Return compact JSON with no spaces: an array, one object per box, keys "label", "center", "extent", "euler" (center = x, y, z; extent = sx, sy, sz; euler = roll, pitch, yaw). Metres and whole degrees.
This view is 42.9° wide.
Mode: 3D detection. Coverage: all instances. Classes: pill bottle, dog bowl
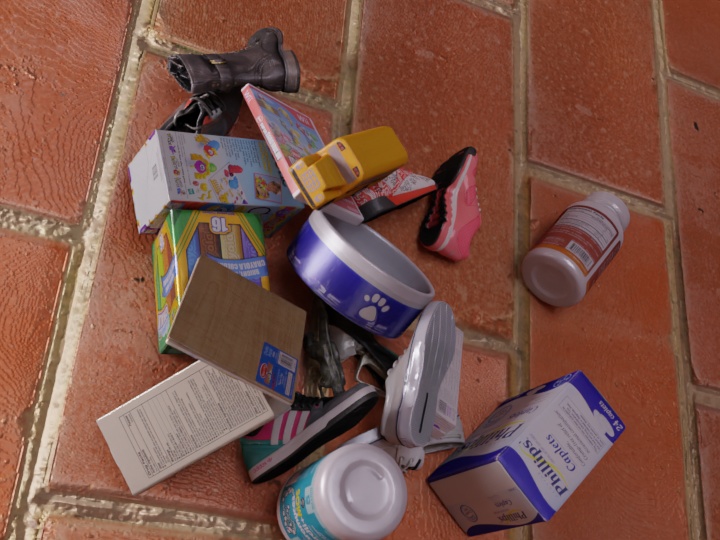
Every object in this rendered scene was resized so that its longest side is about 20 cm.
[{"label":"pill bottle","center":[0.355,-0.040,1.486],"extent":[0.112,0.112,0.200],"euler":[47,56,-1]},{"label":"dog bowl","center":[0.000,0.000,1.244],"extent":[0.200,0.079,0.200],"euler":[36,13,-9]},{"label":"pill bottle","center":[-0.033,0.281,1.099],"extent":[0.110,0.200,0.111],"euler":[10,64,-21]}]

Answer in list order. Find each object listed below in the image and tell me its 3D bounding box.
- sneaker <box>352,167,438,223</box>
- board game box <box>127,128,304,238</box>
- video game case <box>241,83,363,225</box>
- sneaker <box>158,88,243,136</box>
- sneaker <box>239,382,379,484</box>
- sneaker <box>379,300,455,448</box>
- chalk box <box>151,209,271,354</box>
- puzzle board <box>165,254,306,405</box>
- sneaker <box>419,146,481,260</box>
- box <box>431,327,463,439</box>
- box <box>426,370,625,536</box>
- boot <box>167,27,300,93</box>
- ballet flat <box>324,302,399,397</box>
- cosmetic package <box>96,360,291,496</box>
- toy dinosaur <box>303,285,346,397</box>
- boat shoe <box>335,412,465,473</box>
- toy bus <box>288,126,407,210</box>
[{"label":"sneaker","center":[0.041,-0.144,1.365],"extent":[0.201,0.067,0.108],"euler":[-25,88,-54]},{"label":"board game box","center":[-0.193,-0.112,1.230],"extent":[0.199,0.103,0.105],"euler":[1,66,-36]},{"label":"video game case","center":[-0.078,-0.157,1.248],"extent":[0.143,0.017,0.200],"euler":[20,36,-53]},{"label":"sneaker","center":[-0.221,-0.215,1.291],"extent":[0.077,0.082,0.200],"euler":[38,56,-7]},{"label":"sneaker","center":[-0.080,0.168,1.154],"extent":[0.121,0.200,0.084],"euler":[60,15,20]},{"label":"sneaker","center":[0.068,0.131,1.198],"extent":[0.073,0.071,0.201],"euler":[40,59,-40]},{"label":"chalk box","center":[-0.191,0.038,1.172],"extent":[0.124,0.125,0.201],"euler":[2,66,-26]},{"label":"puzzle board","center":[-0.136,0.065,1.045],"extent":[0.150,0.017,0.200],"euler":[30,24,-13]},{"label":"sneaker","center":[0.155,-0.102,1.450],"extent":[0.087,0.074,0.201],"euler":[33,61,-26]},{"label":"box","center":[0.113,0.148,1.279],"extent":[0.041,0.039,0.200],"euler":[37,33,-17]},{"label":"box","center":[0.223,0.251,1.249],"extent":[0.200,0.184,0.105],"euler":[-38,89,-34]},{"label":"boot","center":[-0.190,-0.301,1.314],"extent":[0.173,0.069,0.200],"euler":[-6,30,-20]},{"label":"ballet flat","center":[0.004,0.115,1.272],"extent":[0.200,0.068,0.068],"euler":[43,65,-3]},{"label":"cosmetic package","center":[-0.195,0.169,1.077],"extent":[0.200,0.071,0.105],"euler":[-29,84,10]},{"label":"toy dinosaur","center":[-0.051,0.112,1.229],"extent":[0.047,0.088,0.201],"euler":[-10,76,-18]},{"label":"boat shoe","center":[0.061,0.240,1.246],"extent":[0.199,0.071,0.070],"euler":[-9,70,-36]},{"label":"toy bus","center":[-0.013,-0.136,1.191],"extent":[0.065,0.078,0.200],"euler":[59,27,0]}]
